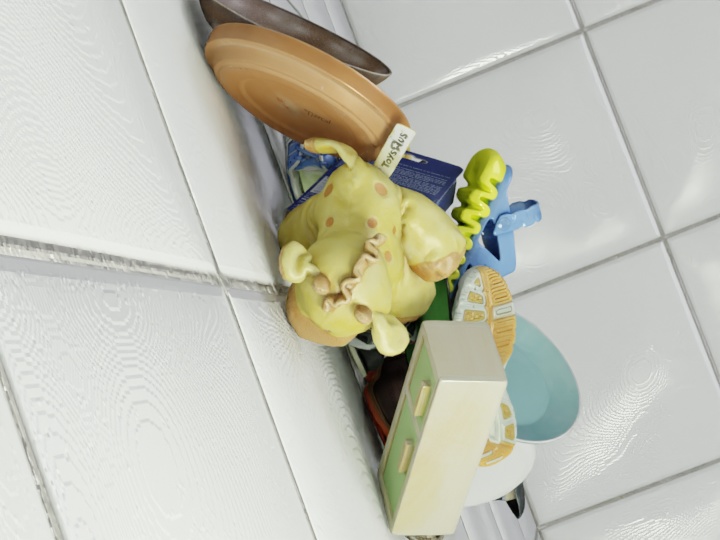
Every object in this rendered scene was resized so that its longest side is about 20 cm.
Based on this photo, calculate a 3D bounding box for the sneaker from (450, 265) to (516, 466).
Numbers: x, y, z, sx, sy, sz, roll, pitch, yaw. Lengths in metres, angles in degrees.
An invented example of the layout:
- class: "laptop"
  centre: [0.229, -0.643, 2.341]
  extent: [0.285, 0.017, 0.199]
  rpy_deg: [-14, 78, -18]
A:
- class: "sneaker"
  centre: [0.101, 0.088, 1.542]
  extent: [0.088, 0.075, 0.202]
  rpy_deg: [29, -56, 59]

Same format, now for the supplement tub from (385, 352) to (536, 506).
- class: "supplement tub"
  centre: [0.105, 0.146, 1.776]
  extent: [0.145, 0.144, 0.201]
  rpy_deg: [62, 9, -48]

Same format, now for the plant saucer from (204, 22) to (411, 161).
- class: "plant saucer"
  centre: [-0.050, -0.150, 1.401]
  extent: [0.033, 0.199, 0.200]
  rpy_deg: [-64, 159, -12]

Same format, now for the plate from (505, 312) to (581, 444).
- class: "plate"
  centre: [0.147, 0.111, 1.704]
  extent: [0.198, 0.026, 0.201]
  rpy_deg: [20, 39, -16]

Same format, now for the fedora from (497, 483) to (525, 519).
- class: "fedora"
  centre: [0.127, 0.221, 1.914]
  extent: [0.201, 0.091, 0.203]
  rpy_deg: [161, -90, -86]

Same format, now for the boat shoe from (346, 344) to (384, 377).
- class: "boat shoe"
  centre: [0.010, 0.046, 1.668]
  extent: [0.202, 0.062, 0.074]
  rpy_deg: [-91, 162, -68]

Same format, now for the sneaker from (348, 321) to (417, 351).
- class: "sneaker"
  centre: [0.000, 0.000, 1.590]
  extent: [0.200, 0.079, 0.087]
  rpy_deg: [-121, -156, -51]

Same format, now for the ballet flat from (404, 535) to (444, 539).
- class: "ballet flat"
  centre: [0.069, 0.211, 1.581]
  extent: [0.046, 0.067, 0.200]
  rpy_deg: [47, 18, -17]

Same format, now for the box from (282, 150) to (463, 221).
- class: "box"
  centre: [0.017, -0.069, 1.543]
  extent: [0.200, 0.120, 0.033]
  rpy_deg: [-49, 152, -56]

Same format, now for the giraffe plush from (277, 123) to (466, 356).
- class: "giraffe plush"
  centre: [-0.004, -0.001, 1.348]
  extent: [0.163, 0.171, 0.201]
  rpy_deg: [-70, 172, -45]

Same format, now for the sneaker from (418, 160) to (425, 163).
- class: "sneaker"
  centre: [0.035, -0.055, 1.863]
  extent: [0.201, 0.066, 0.091]
  rpy_deg: [-66, -145, 26]

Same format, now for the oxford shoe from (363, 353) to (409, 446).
- class: "oxford shoe"
  centre: [0.047, 0.133, 1.637]
  extent: [0.200, 0.072, 0.072]
  rpy_deg: [-97, 164, -67]

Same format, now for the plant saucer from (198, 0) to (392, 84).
- class: "plant saucer"
  centre: [-0.066, -0.213, 1.473]
  extent: [0.198, 0.032, 0.200]
  rpy_deg: [23, 14, -6]

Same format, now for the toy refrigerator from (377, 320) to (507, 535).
- class: "toy refrigerator"
  centre: [0.067, 0.143, 1.419]
  extent: [0.076, 0.069, 0.201]
  rpy_deg: [-104, -157, -46]

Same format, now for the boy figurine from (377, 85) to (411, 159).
- class: "boy figurine"
  centre: [0.024, -0.118, 1.701]
  extent: [0.201, 0.064, 0.125]
  rpy_deg: [62, 0, -27]

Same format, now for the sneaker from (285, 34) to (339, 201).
- class: "sneaker"
  centre: [-0.039, -0.141, 1.612]
  extent: [0.077, 0.075, 0.202]
  rpy_deg: [-83, 173, -59]

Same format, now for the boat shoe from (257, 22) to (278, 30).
- class: "boat shoe"
  centre: [-0.095, -0.213, 1.641]
  extent: [0.064, 0.072, 0.200]
  rpy_deg: [33, 1, 23]

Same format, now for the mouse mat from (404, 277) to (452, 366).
- class: "mouse mat"
  centre: [0.064, 0.048, 1.541]
  extent: [0.200, 0.007, 0.163]
  rpy_deg: [-134, -144, -70]

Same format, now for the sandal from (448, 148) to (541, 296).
- class: "sandal"
  centre: [0.120, -0.015, 1.585]
  extent: [0.086, 0.202, 0.079]
  rpy_deg: [23, 6, -18]
